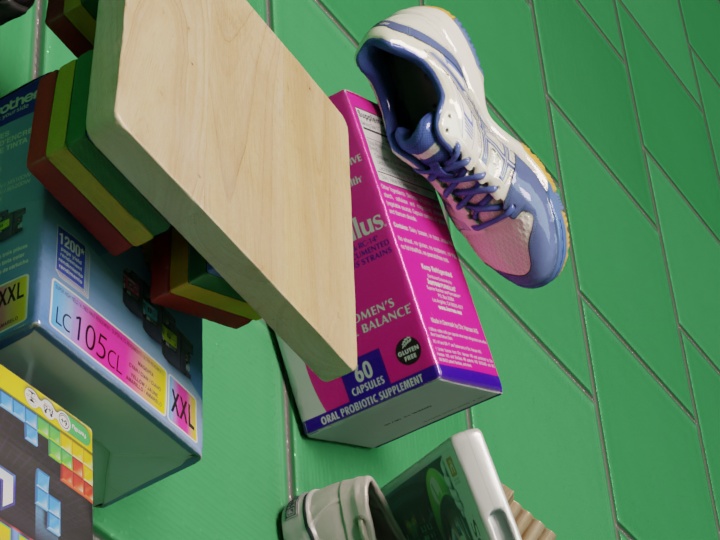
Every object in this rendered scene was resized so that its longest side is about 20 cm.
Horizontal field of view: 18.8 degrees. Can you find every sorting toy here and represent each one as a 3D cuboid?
[{"bbox_3d":[-0.086,-0.062,1.107,0.199,0.070,0.200,48,25,-36],"label":"sorting toy"}]

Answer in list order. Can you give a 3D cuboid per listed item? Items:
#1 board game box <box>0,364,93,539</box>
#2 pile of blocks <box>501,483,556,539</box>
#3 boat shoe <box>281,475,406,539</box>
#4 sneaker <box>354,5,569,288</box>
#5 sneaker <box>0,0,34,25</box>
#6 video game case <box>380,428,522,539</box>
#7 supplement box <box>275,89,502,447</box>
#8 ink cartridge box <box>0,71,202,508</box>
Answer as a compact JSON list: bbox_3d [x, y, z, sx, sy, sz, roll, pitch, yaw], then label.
[{"bbox_3d":[-0.192,0.100,0.916,0.200,0.057,0.165,42,31,-45],"label":"board game box"},{"bbox_3d":[0.108,0.208,1.499,0.200,0.082,0.062,44,72,-25],"label":"pile of blocks"},{"bbox_3d":[0.028,0.211,1.283,0.200,0.066,0.072,63,22,-5],"label":"boat shoe"},{"bbox_3d":[0.057,-0.071,1.385,0.200,0.075,0.088,59,33,3],"label":"sneaker"},{"bbox_3d":[-0.214,-0.203,1.102,0.077,0.111,0.200,26,44,-58],"label":"sneaker"},{"bbox_3d":[0.068,0.199,1.293,0.200,0.023,0.182,129,-57,-71],"label":"video game case"},{"bbox_3d":[0.000,0.000,1.391,0.103,0.101,0.200,18,51,-61],"label":"supplement box"},{"bbox_3d":[-0.146,-0.002,1.103,0.136,0.076,0.200,45,28,-41],"label":"ink cartridge box"}]
